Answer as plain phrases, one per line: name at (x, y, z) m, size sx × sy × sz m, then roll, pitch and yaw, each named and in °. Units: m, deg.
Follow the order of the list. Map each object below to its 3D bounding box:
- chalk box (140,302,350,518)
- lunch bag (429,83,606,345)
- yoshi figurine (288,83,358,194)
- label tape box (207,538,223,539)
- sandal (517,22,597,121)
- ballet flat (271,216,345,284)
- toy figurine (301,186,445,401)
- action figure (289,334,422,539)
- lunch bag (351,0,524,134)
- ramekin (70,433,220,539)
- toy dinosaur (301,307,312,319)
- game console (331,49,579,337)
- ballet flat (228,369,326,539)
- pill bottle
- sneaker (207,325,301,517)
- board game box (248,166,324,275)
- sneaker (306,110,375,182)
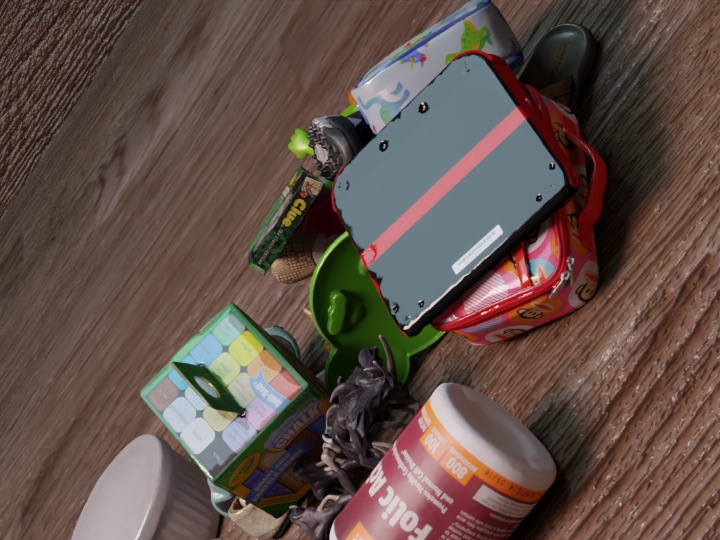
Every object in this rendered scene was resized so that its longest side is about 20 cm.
chalk box at (-0.104, 0.123, 1.386) m, size 0.124 × 0.200 × 0.125 m, roll -44°, pitch 62°, yaw -2°
lunch bag at (0.128, -0.050, 1.279) m, size 0.176 × 0.082 × 0.201 m, roll -24°, pitch 59°, yaw 34°
yoshi figurine at (-0.027, -0.100, 1.662) m, size 0.112 × 0.112 × 0.200 m, roll 26°, pitch 74°, yaw 28°
label tape box at (-0.111, 0.326, 1.326) m, size 0.200 × 0.063 × 0.145 m, roll -178°, pitch 84°, yaw -64°
sandal at (0.168, -0.158, 1.381) m, size 0.081 × 0.055 × 0.201 m, roll 5°, pitch 57°, yaw 29°
ballet flat at (-0.006, -0.053, 1.569) m, size 0.200 × 0.071 × 0.065 m, roll -44°, pitch 40°, yaw -14°
toy figurine at (0.000, 0.000, 1.457) m, size 0.184 × 0.149 × 0.201 m, roll -118°, pitch 38°, yaw -59°
action figure at (0.010, 0.148, 1.324) m, size 0.119 × 0.102 × 0.200 m, roll -88°, pitch 20°, yaw -51°
lunch bag at (0.070, -0.183, 1.415) m, size 0.160 × 0.083 × 0.200 m, roll -31°, pitch 7°, yaw 7°
ramekin at (-0.233, 0.288, 1.653) m, size 0.202 × 0.094 × 0.203 m, roll -45°, pitch 27°, yaw 30°
toy dinosaur at (-0.004, 0.016, 1.551) m, size 0.106 × 0.060 × 0.200 m, roll -54°, pitch 24°, yaw 10°
game console at (0.072, -0.068, 1.264) m, size 0.200 × 0.031 × 0.177 m, roll -43°, pitch 56°, yaw 22°
ballet flat at (-0.068, 0.168, 1.498) m, size 0.201 × 0.062 × 0.067 m, roll -64°, pitch 21°, yaw -11°
pill bottle at (0.048, 0.195, 1.166) m, size 0.200 × 0.114 × 0.114 m, roll -54°, pitch 24°, yaw 14°
sneaker at (-0.105, 0.154, 1.598) m, size 0.140 × 0.077 × 0.201 m, roll -118°, pitch 47°, yaw -85°
board game box at (-0.076, -0.053, 1.506) m, size 0.105 × 0.023 × 0.200 m, roll -59°, pitch 7°, yaw 3°
sneaker at (-0.003, -0.130, 1.511) m, size 0.090 × 0.067 × 0.200 m, roll -20°, pitch 5°, yaw -3°
